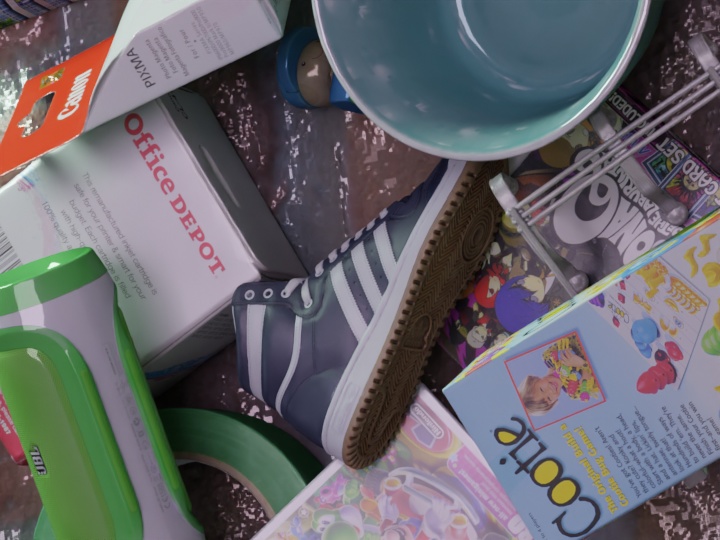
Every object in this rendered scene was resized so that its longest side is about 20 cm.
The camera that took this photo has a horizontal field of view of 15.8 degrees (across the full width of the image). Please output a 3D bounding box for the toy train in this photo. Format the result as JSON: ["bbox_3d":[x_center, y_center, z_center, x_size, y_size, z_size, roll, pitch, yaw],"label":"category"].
[{"bbox_3d":[0.016,-0.186,1.518,0.115,0.084,0.201,3,83,39],"label":"toy train"}]

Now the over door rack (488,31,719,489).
[{"bbox_3d":[0.183,-0.006,1.401,0.147,0.067,0.201,-35,87,15],"label":"over door rack"}]

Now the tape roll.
[{"bbox_3d":[-0.100,0.182,1.545,0.199,0.048,0.202,-2,86,23],"label":"tape roll"}]

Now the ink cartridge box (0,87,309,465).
[{"bbox_3d":[-0.152,0.003,1.561,0.200,0.086,0.148,-35,75,15],"label":"ink cartridge box"}]

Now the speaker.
[{"bbox_3d":[-0.153,0.093,1.476,0.088,0.088,0.201,-16,99,21],"label":"speaker"}]

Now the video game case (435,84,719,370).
[{"bbox_3d":[0.132,0.002,1.469,0.200,0.036,0.181,45,103,19],"label":"video game case"}]

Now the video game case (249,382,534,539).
[{"bbox_3d":[0.010,0.183,1.474,0.200,0.018,0.143,-43,82,-3],"label":"video game case"}]

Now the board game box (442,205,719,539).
[{"bbox_3d":[0.158,0.045,1.324,0.199,0.103,0.105,-32,90,14],"label":"board game box"}]

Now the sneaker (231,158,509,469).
[{"bbox_3d":[0.000,0.000,1.469,0.108,0.070,0.201,27,92,30],"label":"sneaker"}]

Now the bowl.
[{"bbox_3d":[0.083,-0.159,1.388,0.200,0.105,0.202,1,92,29],"label":"bowl"}]

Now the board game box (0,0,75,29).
[{"bbox_3d":[-0.187,-0.275,1.611,0.199,0.062,0.201,-18,79,21],"label":"board game box"}]

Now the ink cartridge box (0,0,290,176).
[{"bbox_3d":[-0.133,-0.140,1.518,0.199,0.163,0.057,-21,113,12],"label":"ink cartridge box"}]
